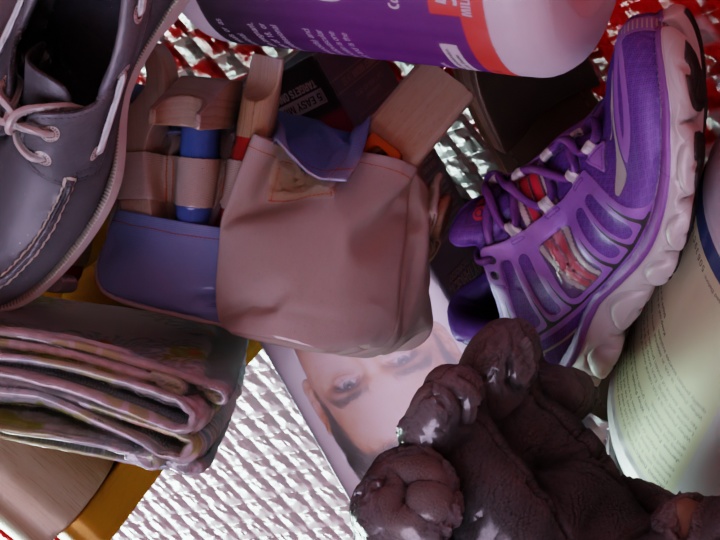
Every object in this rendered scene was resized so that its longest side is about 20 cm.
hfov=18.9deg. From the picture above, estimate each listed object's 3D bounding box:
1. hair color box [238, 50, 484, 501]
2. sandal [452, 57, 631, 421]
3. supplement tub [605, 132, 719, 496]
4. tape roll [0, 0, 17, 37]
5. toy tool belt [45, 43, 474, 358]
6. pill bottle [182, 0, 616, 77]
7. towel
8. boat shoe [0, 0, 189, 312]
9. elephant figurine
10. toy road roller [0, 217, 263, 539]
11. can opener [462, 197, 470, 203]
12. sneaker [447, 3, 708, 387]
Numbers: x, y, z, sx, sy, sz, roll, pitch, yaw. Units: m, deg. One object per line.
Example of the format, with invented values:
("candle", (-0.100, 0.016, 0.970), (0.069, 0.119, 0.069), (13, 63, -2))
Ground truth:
("hair color box", (0.000, 0.000, 0.981), (0.099, 0.061, 0.201), (-24, 102, 30))
("sandal", (0.082, -0.035, 0.964), (0.070, 0.077, 0.212), (34, 152, 56))
("supplement tub", (0.183, 0.035, 0.882), (0.144, 0.145, 0.200), (25, 139, 7))
("tape roll", (-0.168, -0.098, 0.929), (0.071, 0.203, 0.203), (25, 143, 5))
("toy tool belt", (-0.057, -0.041, 0.896), (0.199, 0.124, 0.125), (12, -178, 17))
("pill bottle", (-0.002, -0.140, 0.842), (0.199, 0.113, 0.113), (9, 138, 25))
("towel", (-0.134, 0.037, 0.905), (0.170, 0.048, 0.200), (11, -176, -1))
("boat shoe", (-0.118, -0.072, 0.808), (0.073, 0.062, 0.201), (35, 107, 18))
("elephant figurine", (0.100, 0.122, 0.823), (0.200, 0.142, 0.155), (33, 169, 18))
("toy road roller", (-0.120, 0.037, 1.057), (0.123, 0.200, 0.146), (41, 164, -14))
("can opener", (0.096, 0.024, 1.014), (0.199, 0.053, 0.067), (23, 144, 8))
("sneaker", (0.082, -0.022, 0.853), (0.083, 0.081, 0.200), (14, 137, -6))
